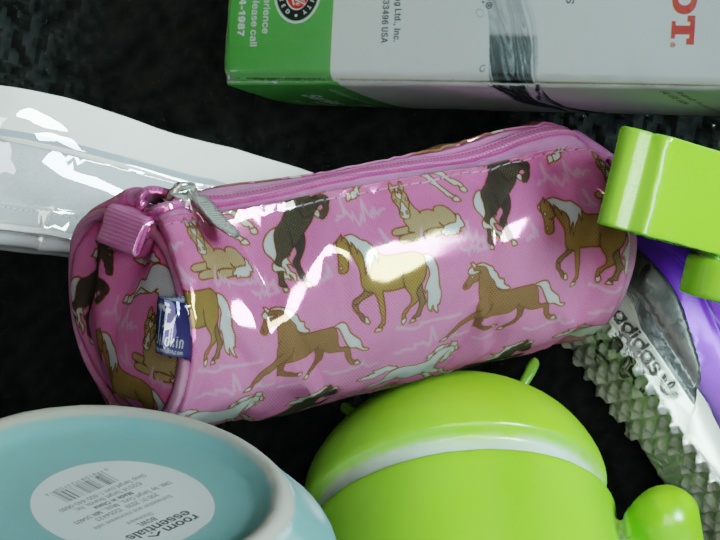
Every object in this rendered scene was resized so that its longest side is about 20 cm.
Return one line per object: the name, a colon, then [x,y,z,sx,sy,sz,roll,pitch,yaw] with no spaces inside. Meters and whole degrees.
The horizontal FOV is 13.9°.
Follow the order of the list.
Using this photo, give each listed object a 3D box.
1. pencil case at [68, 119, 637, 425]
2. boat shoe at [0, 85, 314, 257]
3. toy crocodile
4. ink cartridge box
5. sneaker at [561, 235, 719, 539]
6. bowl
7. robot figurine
pencil case: [0.000,0.000,1.031,0.199,0.087,0.083,-11,74,-30]
boat shoe: [-0.069,-0.013,1.068,0.199,0.072,0.069,17,81,-36]
toy crocodile: [0.160,-0.019,1.069,0.199,0.062,0.068,7,95,-38]
ink cartridge box: [0.060,-0.132,1.066,0.199,0.083,0.147,4,87,23]
sneaker: [0.161,0.058,1.121,0.099,0.070,0.201,-34,95,-17]
bowl: [-0.083,0.113,0.928,0.200,0.201,0.105,1,114,-7]
robot figurine: [0.039,0.124,1.057,0.175,0.116,0.201,-11,56,6]
